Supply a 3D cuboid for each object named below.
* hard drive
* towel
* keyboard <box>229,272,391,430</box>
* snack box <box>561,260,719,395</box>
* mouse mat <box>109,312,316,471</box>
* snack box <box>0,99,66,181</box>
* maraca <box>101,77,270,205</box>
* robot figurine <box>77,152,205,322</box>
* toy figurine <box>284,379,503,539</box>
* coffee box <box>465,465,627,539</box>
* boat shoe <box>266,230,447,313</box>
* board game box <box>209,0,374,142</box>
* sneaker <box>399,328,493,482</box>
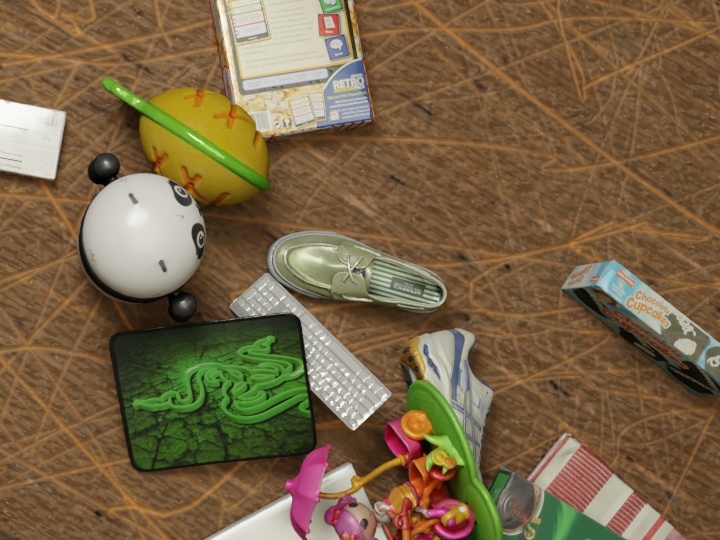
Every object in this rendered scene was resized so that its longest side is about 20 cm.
[{"bbox_3d":[-0.070,0.308,1.690,0.198,0.027,0.133,-27,92,-12],"label":"hard drive"},{"bbox_3d":[0.254,0.295,1.766,0.200,0.023,0.144,42,81,-6],"label":"towel"},{"bbox_3d":[-0.053,0.082,1.664,0.056,0.011,0.200,-44,65,-7],"label":"keyboard"},{"bbox_3d":[0.320,0.064,1.745,0.199,0.116,0.037,38,80,-8],"label":"snack box"},{"bbox_3d":[-0.149,0.126,1.639,0.197,0.008,0.163,-7,112,1],"label":"mouse mat"},{"bbox_3d":[-0.405,-0.145,1.641,0.197,0.024,0.073,10,85,-12],"label":"snack box"},{"bbox_3d":[-0.175,-0.137,1.624,0.199,0.137,0.108,33,87,13],"label":"maraca"},{"bbox_3d":[-0.216,-0.031,1.587,0.149,0.200,0.126,22,82,-10],"label":"robot figurine"},{"bbox_3d":[0.020,0.233,1.626,0.182,0.151,0.201,-20,57,-19],"label":"toy figurine"},{"bbox_3d":[0.205,0.308,1.707,0.199,0.044,0.124,33,81,-18],"label":"coffee box"},{"bbox_3d":[0.000,0.000,1.704,0.197,0.062,0.073,11,84,-11],"label":"boat shoe"},{"bbox_3d":[-0.076,-0.244,1.709,0.149,0.046,0.203,-9,89,-13],"label":"board game box"},{"bbox_3d":[0.112,0.160,1.715,0.087,0.075,0.203,-17,95,-21],"label":"sneaker"}]
